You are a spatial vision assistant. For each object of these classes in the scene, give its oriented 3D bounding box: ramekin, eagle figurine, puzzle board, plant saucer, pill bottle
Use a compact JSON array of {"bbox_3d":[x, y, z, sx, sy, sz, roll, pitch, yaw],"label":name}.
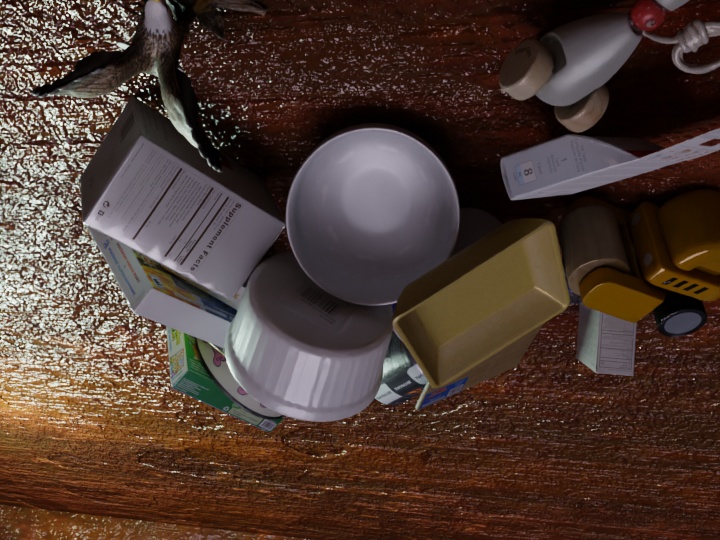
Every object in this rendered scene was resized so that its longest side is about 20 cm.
[{"bbox_3d":[-0.055,0.067,0.968,0.196,0.203,0.099,15,127,-9],"label":"ramekin"},{"bbox_3d":[-0.184,-0.183,0.726,0.148,0.204,0.152,-3,150,21],"label":"eagle figurine"},{"bbox_3d":[0.178,0.132,1.226,0.196,0.018,0.152,-19,149,-25],"label":"puzzle board"},{"bbox_3d":[0.135,0.032,0.936,0.197,0.049,0.201,-32,146,1],"label":"plant saucer"},{"bbox_3d":[0.090,0.137,1.298,0.104,0.108,0.200,21,149,-20],"label":"pill bottle"},{"bbox_3d":[0.114,0.013,1.057,0.117,0.122,0.201,14,147,-9],"label":"pill bottle"}]

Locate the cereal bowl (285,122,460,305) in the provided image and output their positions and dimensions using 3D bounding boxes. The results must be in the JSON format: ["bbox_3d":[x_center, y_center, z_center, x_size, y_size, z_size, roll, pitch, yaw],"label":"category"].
[{"bbox_3d":[0.016,-0.069,0.933,0.195,0.084,0.205,2,111,6],"label":"cereal bowl"}]

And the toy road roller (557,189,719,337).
[{"bbox_3d":[0.336,-0.027,0.928,0.196,0.125,0.147,15,139,-20],"label":"toy road roller"}]

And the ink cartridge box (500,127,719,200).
[{"bbox_3d":[0.254,-0.118,0.786,0.197,0.048,0.159,-18,176,36],"label":"ink cartridge box"}]

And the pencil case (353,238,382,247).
[{"bbox_3d":[0.000,0.000,1.079,0.084,0.085,0.203,16,136,7],"label":"pencil case"}]

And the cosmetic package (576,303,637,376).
[{"bbox_3d":[0.318,0.084,1.072,0.049,0.085,0.200,6,-179,8],"label":"cosmetic package"}]

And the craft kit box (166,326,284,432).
[{"bbox_3d":[-0.219,0.138,1.312,0.048,0.199,0.199,-44,129,16],"label":"craft kit box"}]

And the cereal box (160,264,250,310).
[{"bbox_3d":[-0.196,-0.006,1.116,0.040,0.144,0.199,-49,127,7],"label":"cereal box"}]

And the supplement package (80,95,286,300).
[{"bbox_3d":[-0.205,-0.081,0.951,0.198,0.122,0.120,31,106,-33],"label":"supplement package"}]

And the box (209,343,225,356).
[{"bbox_3d":[-0.218,0.063,1.205,0.198,0.076,0.050,29,167,36],"label":"box"}]

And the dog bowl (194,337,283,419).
[{"bbox_3d":[-0.160,0.127,1.285,0.074,0.202,0.199,-42,129,18],"label":"dog bowl"}]

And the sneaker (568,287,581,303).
[{"bbox_3d":[0.225,0.048,1.129,0.197,0.080,0.075,-14,144,36],"label":"sneaker"}]

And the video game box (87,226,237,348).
[{"bbox_3d":[-0.245,0.014,1.086,0.047,0.182,0.199,-49,142,7],"label":"video game box"}]

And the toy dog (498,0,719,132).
[{"bbox_3d":[0.208,-0.211,0.699,0.197,0.098,0.132,-24,136,22],"label":"toy dog"}]
